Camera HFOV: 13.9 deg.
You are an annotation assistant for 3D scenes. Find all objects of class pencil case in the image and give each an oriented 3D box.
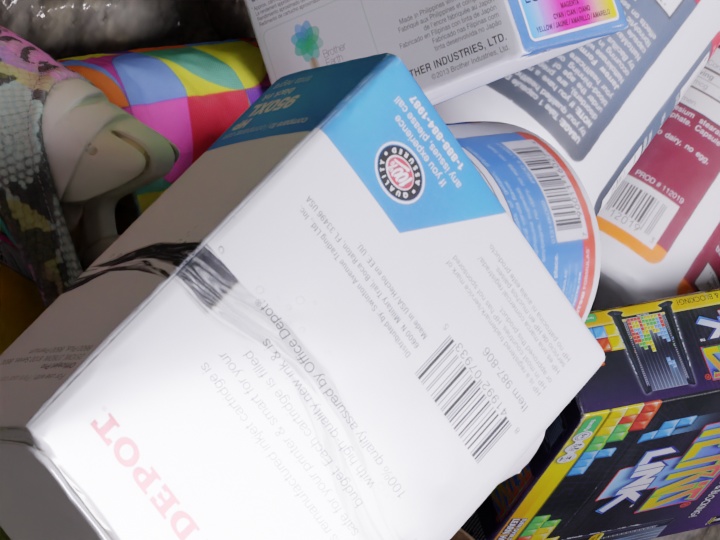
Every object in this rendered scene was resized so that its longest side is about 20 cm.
[{"bbox_3d":[-0.074,-0.053,1.237,0.199,0.088,0.089,-9,116,-48],"label":"pencil case"}]

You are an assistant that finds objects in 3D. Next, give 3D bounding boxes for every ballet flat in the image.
[{"bbox_3d":[-0.092,-0.008,1.101,0.069,0.071,0.201,-19,89,-57],"label":"ballet flat"}]

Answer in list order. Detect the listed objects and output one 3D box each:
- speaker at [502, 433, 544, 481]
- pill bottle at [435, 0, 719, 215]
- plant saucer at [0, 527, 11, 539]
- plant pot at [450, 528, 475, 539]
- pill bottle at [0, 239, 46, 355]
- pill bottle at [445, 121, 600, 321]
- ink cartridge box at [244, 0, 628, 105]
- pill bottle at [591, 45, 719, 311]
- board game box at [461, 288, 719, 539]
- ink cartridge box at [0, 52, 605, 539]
[{"bbox_3d":[0.007,0.077,1.284,0.200,0.081,0.082,-22,126,-61],"label":"speaker"},{"bbox_3d":[0.076,-0.079,1.395,0.200,0.119,0.120,-53,143,-21],"label":"pill bottle"},{"bbox_3d":[-0.208,0.097,1.086,0.200,0.199,0.031,36,39,-55],"label":"plant saucer"},{"bbox_3d":[0.040,0.234,1.468,0.201,0.200,0.199,-53,136,-20],"label":"plant pot"},{"bbox_3d":[-0.166,0.036,1.138,0.200,0.111,0.112,34,81,-54],"label":"pill bottle"},{"bbox_3d":[0.000,0.000,1.200,0.199,0.112,0.113,-8,115,-50],"label":"pill bottle"},{"bbox_3d":[0.009,-0.167,1.199,0.076,0.136,0.201,-20,91,-49],"label":"ink cartridge box"},{"bbox_3d":[0.170,-0.062,1.535,0.200,0.114,0.114,-55,143,-17],"label":"pill bottle"},{"bbox_3d":[0.144,0.080,1.494,0.164,0.057,0.200,-9,155,-21],"label":"board game box"},{"bbox_3d":[-0.031,0.044,1.044,0.200,0.084,0.145,-46,112,-27],"label":"ink cartridge box"}]
